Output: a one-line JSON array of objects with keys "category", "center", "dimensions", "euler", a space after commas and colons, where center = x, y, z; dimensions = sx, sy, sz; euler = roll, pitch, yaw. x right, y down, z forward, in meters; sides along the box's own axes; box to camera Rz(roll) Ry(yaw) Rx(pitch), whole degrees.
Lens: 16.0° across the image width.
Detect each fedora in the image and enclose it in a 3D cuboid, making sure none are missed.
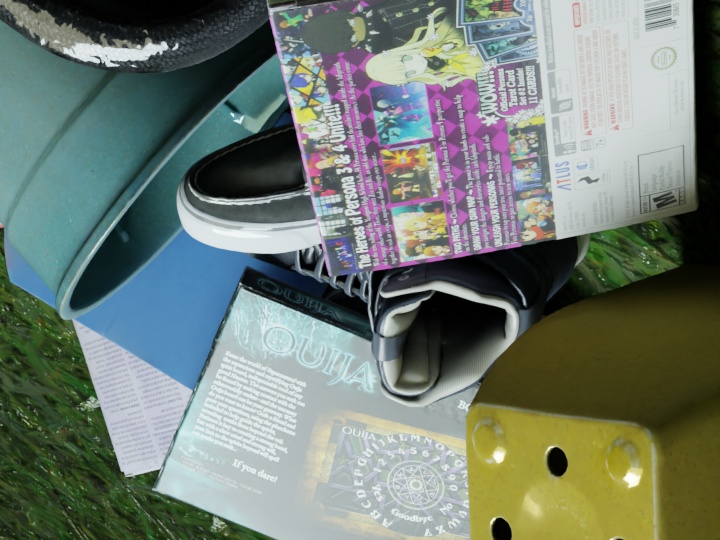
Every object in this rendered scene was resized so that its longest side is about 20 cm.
[{"category": "fedora", "center": [-0.106, -0.189, 1.181], "dimensions": [0.201, 0.201, 0.092], "euler": [35, -173, 2]}]

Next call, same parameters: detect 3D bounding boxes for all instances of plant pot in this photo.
[{"category": "plant pot", "center": [-0.154, -0.113, 1.311], "dimensions": [0.196, 0.200, 0.200], "euler": [42, 155, 6]}, {"category": "plant pot", "center": [0.156, 0.107, 1.185], "dimensions": [0.195, 0.200, 0.194], "euler": [5, 100, 48]}]

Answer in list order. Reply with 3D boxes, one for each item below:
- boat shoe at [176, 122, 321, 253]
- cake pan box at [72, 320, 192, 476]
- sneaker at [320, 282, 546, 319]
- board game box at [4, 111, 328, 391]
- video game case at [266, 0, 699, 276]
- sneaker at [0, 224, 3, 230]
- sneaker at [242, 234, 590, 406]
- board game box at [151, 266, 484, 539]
[{"category": "boat shoe", "center": [0.006, -0.060, 1.246], "dimensions": [0.200, 0.069, 0.057], "euler": [-10, 140, 2]}, {"category": "cake pan box", "center": [-0.117, 0.024, 1.547], "dimensions": [0.200, 0.052, 0.184], "euler": [-21, 86, 59]}, {"category": "sneaker", "center": [0.074, 0.030, 1.417], "dimensions": [0.200, 0.082, 0.070], "euler": [22, 128, -13]}, {"category": "board game box", "center": [-0.097, -0.028, 1.427], "dimensions": [0.200, 0.158, 0.039], "euler": [29, 177, 20]}, {"category": "video game case", "center": [0.059, -0.079, 1.144], "dimensions": [0.181, 0.036, 0.200], "euler": [-11, 145, 1]}, {"category": "sneaker", "center": [-0.233, -0.065, 1.574], "dimensions": [0.087, 0.074, 0.200], "euler": [32, 159, -24]}, {"category": "sneaker", "center": [0.000, -0.001, 1.291], "dimensions": [0.202, 0.146, 0.077], "euler": [6, 122, 18]}, {"category": "board game box", "center": [0.005, 0.095, 1.369], "dimensions": [0.200, 0.028, 0.135], "euler": [23, 113, -3]}]
